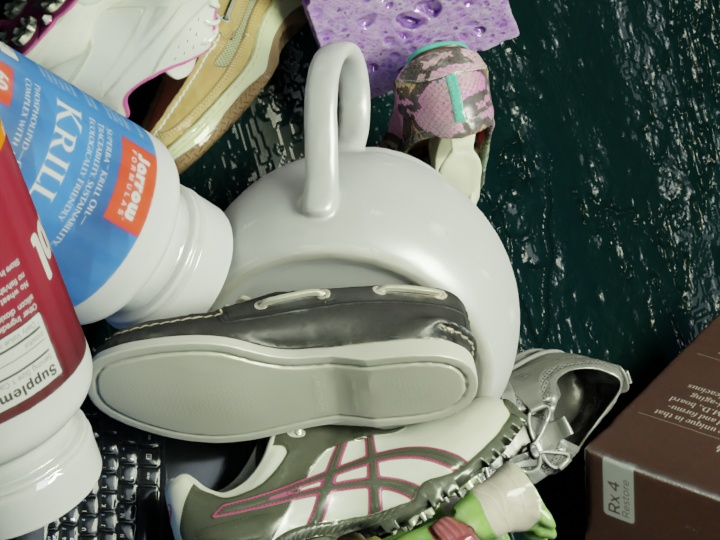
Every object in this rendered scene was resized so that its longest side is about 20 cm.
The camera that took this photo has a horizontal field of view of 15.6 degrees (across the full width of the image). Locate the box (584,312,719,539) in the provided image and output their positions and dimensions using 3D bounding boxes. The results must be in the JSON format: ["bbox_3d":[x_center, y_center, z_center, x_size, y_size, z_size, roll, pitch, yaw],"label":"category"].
[{"bbox_3d":[0.261,0.149,1.663,0.200,0.164,0.167,-41,137,-41],"label":"box"}]

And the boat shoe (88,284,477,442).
[{"bbox_3d":[-0.040,0.041,1.348,0.074,0.199,0.061,85,1,-46],"label":"boat shoe"}]

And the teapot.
[{"bbox_3d":[0.000,0.000,1.462,0.197,0.200,0.146,32,40,-18],"label":"teapot"}]

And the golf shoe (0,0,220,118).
[{"bbox_3d":[-0.097,-0.158,1.385,0.091,0.200,0.075,41,24,-30],"label":"golf shoe"}]

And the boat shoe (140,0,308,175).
[{"bbox_3d":[-0.086,-0.131,1.477,0.076,0.072,0.200,44,44,-16],"label":"boat shoe"}]

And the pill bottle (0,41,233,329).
[{"bbox_3d":[-0.163,-0.040,1.344,0.200,0.112,0.113,30,63,-38],"label":"pill bottle"}]

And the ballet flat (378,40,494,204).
[{"bbox_3d":[0.047,-0.065,1.524,0.069,0.200,0.072,-9,73,-4],"label":"ballet flat"}]

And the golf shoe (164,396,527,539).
[{"bbox_3d":[-0.005,0.105,1.374,0.199,0.077,0.088,-29,85,-19],"label":"golf shoe"}]

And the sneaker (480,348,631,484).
[{"bbox_3d":[0.087,0.100,1.590,0.200,0.082,0.075,-41,111,-41],"label":"sneaker"}]

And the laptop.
[{"bbox_3d":[-0.143,0.123,1.334,0.199,0.103,0.178,4,80,-15],"label":"laptop"}]

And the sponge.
[{"bbox_3d":[0.010,-0.189,1.443,0.030,0.111,0.200,-113,-179,-48],"label":"sponge"}]

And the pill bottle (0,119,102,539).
[{"bbox_3d":[-0.191,0.020,1.217,0.113,0.113,0.201,-43,125,-40],"label":"pill bottle"}]

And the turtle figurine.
[{"bbox_3d":[0.023,0.202,1.453,0.193,0.200,0.144,-31,147,-23],"label":"turtle figurine"}]
